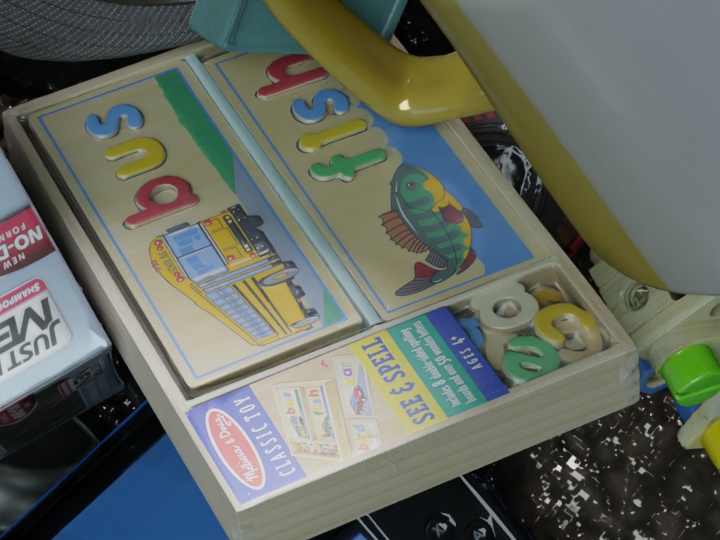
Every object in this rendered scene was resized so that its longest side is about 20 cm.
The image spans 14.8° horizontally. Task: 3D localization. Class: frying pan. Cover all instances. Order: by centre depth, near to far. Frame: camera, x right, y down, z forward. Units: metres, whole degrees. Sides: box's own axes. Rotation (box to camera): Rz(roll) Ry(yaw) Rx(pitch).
[{"bbox_3d":[-0.159,0.068,1.000,0.115,0.031,0.190,38,142,-23],"label":"frying pan"}]

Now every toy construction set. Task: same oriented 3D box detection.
[{"bbox_3d":[0.152,-0.026,0.887,0.200,0.131,0.092,-49,55,8],"label":"toy construction set"}]

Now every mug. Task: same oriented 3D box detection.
[{"bbox_3d":[0.069,-0.083,0.785,0.186,0.153,0.150,-36,45,15],"label":"mug"}]

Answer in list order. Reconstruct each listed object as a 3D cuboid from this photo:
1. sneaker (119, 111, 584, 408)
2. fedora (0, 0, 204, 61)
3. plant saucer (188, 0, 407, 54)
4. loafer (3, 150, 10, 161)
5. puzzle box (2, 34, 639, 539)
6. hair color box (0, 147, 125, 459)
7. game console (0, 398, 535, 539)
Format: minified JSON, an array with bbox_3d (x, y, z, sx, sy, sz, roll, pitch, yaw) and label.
[{"bbox_3d":[0.000,0.000,0.934,0.200,0.098,0.071,-31,85,11],"label":"sneaker"},{"bbox_3d":[-0.055,-0.159,0.863,0.199,0.177,0.091,-23,53,13],"label":"fedora"},{"bbox_3d":[0.005,-0.132,0.825,0.070,0.200,0.019,0,52,-20],"label":"plant saucer"},{"bbox_3d":[-0.186,-0.061,0.983,0.200,0.072,0.073,46,102,7],"label":"loafer"},{"bbox_3d":[-0.018,-0.007,0.864,0.133,0.025,0.200,-22,47,-15],"label":"puzzle box"},{"bbox_3d":[-0.150,-0.040,0.881,0.061,0.099,0.200,-30,83,-6],"label":"hair color box"},{"bbox_3d":[-0.043,0.141,0.926,0.200,0.118,0.171,-42,84,22],"label":"game console"}]
